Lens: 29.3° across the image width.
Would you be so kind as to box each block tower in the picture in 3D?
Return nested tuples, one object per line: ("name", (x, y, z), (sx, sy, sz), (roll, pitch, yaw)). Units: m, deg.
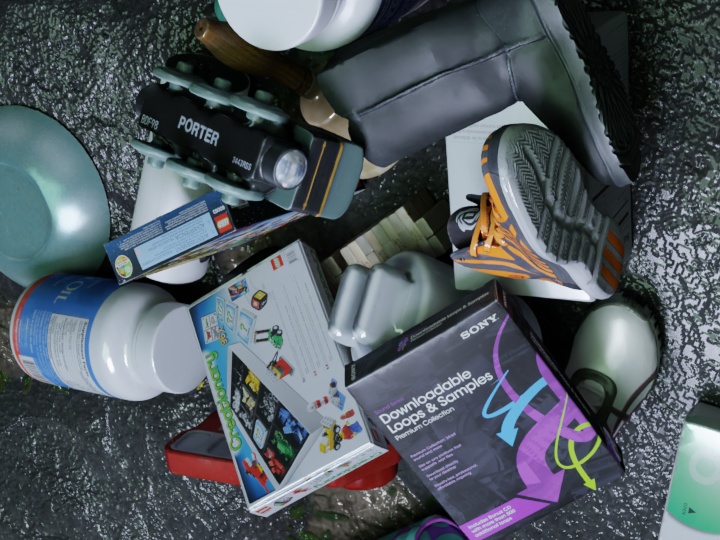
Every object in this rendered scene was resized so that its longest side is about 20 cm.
("block tower", (0.000, 0.000, 1.227), (0.199, 0.058, 0.054), (-34, 92, 33))

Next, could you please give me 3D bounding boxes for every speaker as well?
("speaker", (-0.159, -0.093, 1.258), (0.081, 0.081, 0.202), (26, 120, 17))

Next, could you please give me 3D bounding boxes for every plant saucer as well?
("plant saucer", (-0.345, -0.064, 1.398), (0.199, 0.039, 0.203), (12, 116, 24))

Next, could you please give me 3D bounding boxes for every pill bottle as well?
("pill bottle", (-0.022, -0.234, 1.050), (0.118, 0.200, 0.121), (11, 116, 24))
("pill bottle", (-0.237, 0.065, 1.330), (0.198, 0.112, 0.114), (6, 114, 38))

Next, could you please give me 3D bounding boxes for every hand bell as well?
("hand bell", (-0.053, -0.152, 1.089), (0.103, 0.199, 0.105), (-17, 64, 40))

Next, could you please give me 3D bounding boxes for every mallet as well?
("mallet", (-0.133, 0.060, 1.318), (0.041, 0.066, 0.201), (42, 125, 10))

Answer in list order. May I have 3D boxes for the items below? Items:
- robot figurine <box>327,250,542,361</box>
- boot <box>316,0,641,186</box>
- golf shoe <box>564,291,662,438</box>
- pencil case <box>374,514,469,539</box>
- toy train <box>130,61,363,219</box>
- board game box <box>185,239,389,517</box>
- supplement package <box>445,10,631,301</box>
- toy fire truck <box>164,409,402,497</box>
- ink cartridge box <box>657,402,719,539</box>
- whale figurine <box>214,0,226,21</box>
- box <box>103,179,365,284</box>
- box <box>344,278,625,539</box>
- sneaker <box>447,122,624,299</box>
("robot figurine", (0.071, 0.056, 1.148), (0.169, 0.198, 0.114), (6, 76, 59))
("boot", (0.083, -0.111, 0.984), (0.198, 0.066, 0.166), (-19, 100, 32))
("golf shoe", (0.193, 0.116, 1.150), (0.077, 0.088, 0.202), (24, 119, 15))
("pencil case", (0.017, 0.312, 1.331), (0.199, 0.085, 0.093), (-33, 65, 36))
("toy train", (-0.089, -0.096, 1.040), (0.199, 0.113, 0.086), (26, 100, 46))
("board game box", (-0.066, 0.090, 1.175), (0.125, 0.035, 0.202), (-29, 62, 16))
("supplement package", (0.140, -0.092, 1.072), (0.116, 0.117, 0.203), (5, 112, 26))
("toy fire truck", (-0.056, 0.154, 1.254), (0.198, 0.168, 0.114), (7, 115, 26))
("ink cartridge box", (0.350, 0.212, 1.130), (0.198, 0.050, 0.163), (18, 118, 24))
("whale figurine", (-0.115, -0.300, 1.131), (0.157, 0.104, 0.202), (0, 111, 28))
("box", (-0.102, -0.046, 1.173), (0.136, 0.199, 0.038), (-23, 89, 34))
("box", (0.099, 0.118, 1.085), (0.142, 0.036, 0.201), (-31, 114, 17))
("sneaker", (0.100, -0.035, 0.949), (0.111, 0.078, 0.200), (6, 156, 32))
